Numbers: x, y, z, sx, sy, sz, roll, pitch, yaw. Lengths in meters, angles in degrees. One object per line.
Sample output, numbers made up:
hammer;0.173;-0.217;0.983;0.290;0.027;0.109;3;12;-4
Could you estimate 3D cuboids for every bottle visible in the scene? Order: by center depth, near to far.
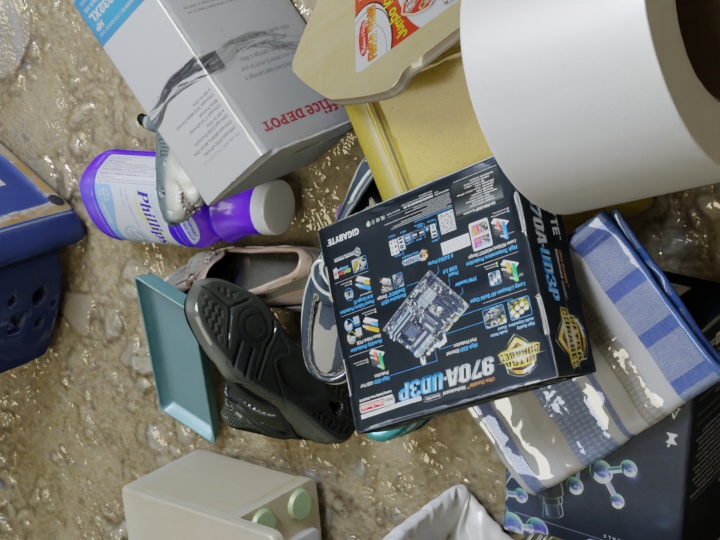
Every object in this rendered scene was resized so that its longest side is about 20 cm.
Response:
bottle;-0.150;-0.061;1.464;0.199;0.065;0.084;6;137;33

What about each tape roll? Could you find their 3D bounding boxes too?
tape roll;0.177;-0.147;1.121;0.139;0.202;0.204;-11;100;36

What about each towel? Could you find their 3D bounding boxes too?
towel;0.147;0.062;1.197;0.200;0.024;0.147;-39;83;38

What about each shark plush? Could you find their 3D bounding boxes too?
shark plush;-0.167;-0.140;1.415;0.083;0.091;0.201;-42;67;36

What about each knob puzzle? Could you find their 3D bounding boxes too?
knob puzzle;0.028;-0.197;1.248;0.219;0.221;0.030;-31;133;34

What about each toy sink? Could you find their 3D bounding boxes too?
toy sink;-0.103;0.255;1.519;0.199;0.112;0.131;9;112;41

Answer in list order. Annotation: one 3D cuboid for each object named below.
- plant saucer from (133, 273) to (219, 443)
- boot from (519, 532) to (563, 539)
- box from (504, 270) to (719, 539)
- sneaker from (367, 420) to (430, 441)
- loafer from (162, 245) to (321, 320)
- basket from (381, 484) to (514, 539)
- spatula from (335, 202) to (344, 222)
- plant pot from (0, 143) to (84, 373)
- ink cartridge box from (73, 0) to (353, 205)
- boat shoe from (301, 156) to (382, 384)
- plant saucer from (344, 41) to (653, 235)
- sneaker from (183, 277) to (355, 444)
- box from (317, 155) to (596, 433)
plant saucer;-0.161;0.079;1.510;0.070;0.019;0.201;30;147;24
boot;0.222;0.262;1.234;0.175;0.200;0.066;23;81;53
box;0.197;0.106;1.259;0.148;0.107;0.201;13;114;31
sneaker;0.054;0.057;1.360;0.077;0.080;0.201;30;121;22
loafer;-0.106;0.005;1.453;0.199;0.063;0.072;-8;68;33
basket;0.059;0.325;1.384;0.200;0.198;0.161;47;131;11
spatula;0.009;0.038;1.418;0.056;0.021;0.201;-1;115;1
plant pot;-0.392;-0.020;1.578;0.200;0.200;0.180;41;120;17
ink cartridge box;-0.111;-0.169;1.351;0.084;0.145;0.201;-38;84;38
boat shoe;0.000;0.000;1.351;0.074;0.062;0.201;23;99;-1
plant saucer;0.090;-0.102;1.257;0.199;0.048;0.201;-22;93;20
sneaker;-0.100;0.084;1.444;0.114;0.077;0.199;-10;139;42
box;0.063;0.019;1.202;0.199;0.046;0.160;-22;76;43
